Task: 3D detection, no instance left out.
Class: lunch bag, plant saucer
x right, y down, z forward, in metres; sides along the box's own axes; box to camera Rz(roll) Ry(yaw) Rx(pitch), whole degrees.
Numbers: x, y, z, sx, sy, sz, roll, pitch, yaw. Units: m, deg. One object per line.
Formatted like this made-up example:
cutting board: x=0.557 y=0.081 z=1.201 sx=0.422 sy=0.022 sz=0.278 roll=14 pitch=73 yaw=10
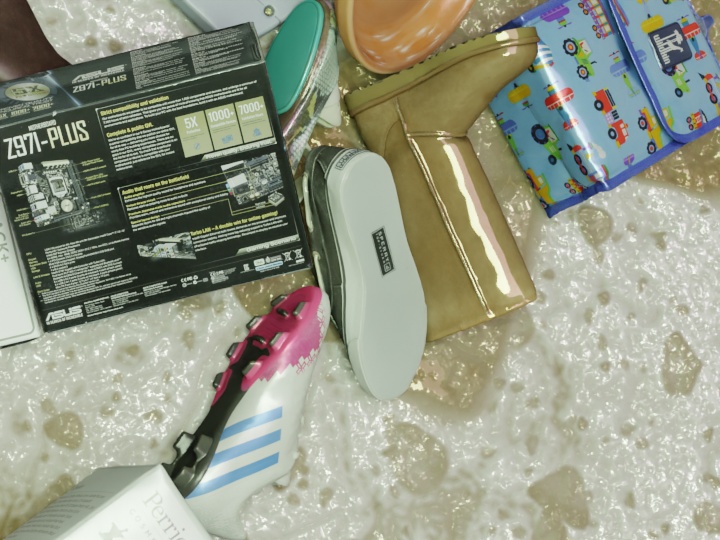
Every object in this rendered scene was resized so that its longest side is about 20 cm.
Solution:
lunch bag: x=0.206 y=-0.156 z=1.801 sx=0.200 sy=0.094 sz=0.151 roll=-29 pitch=92 yaw=-31
plant saucer: x=0.043 y=-0.245 z=1.712 sx=0.037 sy=0.200 sz=0.200 roll=30 pitch=72 yaw=26

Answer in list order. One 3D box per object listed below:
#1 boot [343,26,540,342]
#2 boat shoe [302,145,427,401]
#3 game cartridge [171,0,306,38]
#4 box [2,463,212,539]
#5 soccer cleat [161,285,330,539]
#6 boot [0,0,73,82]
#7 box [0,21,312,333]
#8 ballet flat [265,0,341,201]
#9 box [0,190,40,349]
boot: x=0.091 y=-0.067 z=1.720 sx=0.066 sy=0.175 sz=0.201 roll=-18 pitch=87 yaw=-58
boat shoe: x=0.000 y=0.000 z=1.714 sx=0.071 sy=0.064 sz=0.201 roll=-23 pitch=114 yaw=-36
game cartridge: x=-0.072 y=-0.268 z=1.739 sx=0.133 sy=0.042 sz=0.200 roll=45 pitch=73 yaw=-13
box: x=-0.153 y=0.248 z=1.569 sx=0.131 sy=0.200 sz=0.199 roll=-37 pitch=95 yaw=-17
soccer cleat: x=-0.071 y=0.108 z=1.688 sx=0.086 sy=0.070 sz=0.200 roll=39 pitch=77 yaw=-25
boot: x=-0.257 y=-0.188 z=1.648 sx=0.199 sy=0.072 sz=0.167 roll=0 pitch=87 yaw=-14
box: x=-0.150 y=-0.065 z=1.602 sx=0.199 sy=0.086 sz=0.164 roll=-15 pitch=117 yaw=-2
ballet flat: x=-0.055 y=-0.104 z=1.716 sx=0.071 sy=0.069 sz=0.200 roll=28 pitch=81 yaw=-36
box: x=-0.337 y=0.016 z=1.608 sx=0.199 sy=0.060 sz=0.117 roll=-12 pitch=88 yaw=-19
